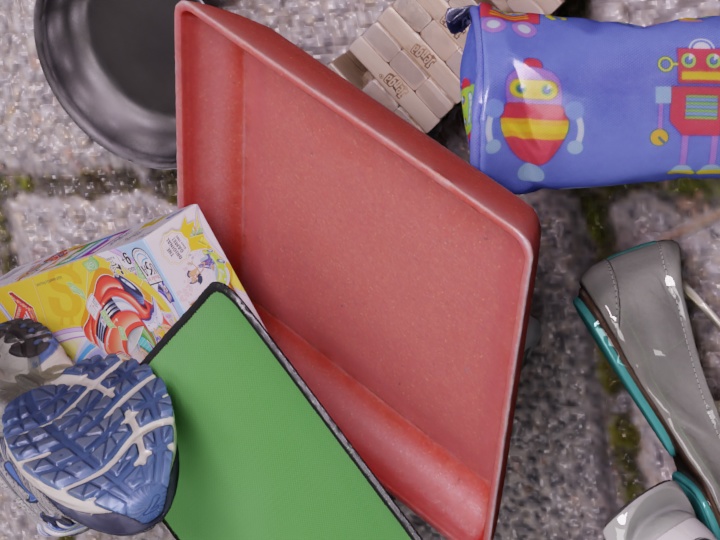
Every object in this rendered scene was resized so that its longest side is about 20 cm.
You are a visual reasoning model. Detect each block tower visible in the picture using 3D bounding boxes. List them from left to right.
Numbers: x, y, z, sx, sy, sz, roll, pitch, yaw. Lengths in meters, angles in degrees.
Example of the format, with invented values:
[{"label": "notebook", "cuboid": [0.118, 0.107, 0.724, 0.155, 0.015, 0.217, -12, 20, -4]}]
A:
[{"label": "block tower", "cuboid": [0.020, -0.089, 0.953, 0.054, 0.058, 0.200, 47, 122, 0]}]

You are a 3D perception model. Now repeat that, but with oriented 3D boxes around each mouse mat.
[{"label": "mouse mat", "cuboid": [-0.048, 0.101, 0.957, 0.161, 0.008, 0.200, 53, 149, 4]}]

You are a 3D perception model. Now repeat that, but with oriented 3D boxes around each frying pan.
[{"label": "frying pan", "cuboid": [-0.098, -0.132, 0.981, 0.114, 0.031, 0.191, 26, 130, 15]}]

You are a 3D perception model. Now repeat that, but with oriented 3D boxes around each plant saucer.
[{"label": "plant saucer", "cuboid": [0.000, 0.000, 0.906, 0.199, 0.037, 0.201, 36, 143, 28]}]

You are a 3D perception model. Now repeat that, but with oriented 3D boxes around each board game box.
[{"label": "board game box", "cuboid": [-0.105, 0.049, 1.024, 0.199, 0.034, 0.135, -15, 107, 56]}]

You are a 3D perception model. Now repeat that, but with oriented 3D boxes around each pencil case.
[{"label": "pencil case", "cuboid": [0.135, -0.073, 0.869, 0.198, 0.087, 0.079, -1, 96, 0]}]

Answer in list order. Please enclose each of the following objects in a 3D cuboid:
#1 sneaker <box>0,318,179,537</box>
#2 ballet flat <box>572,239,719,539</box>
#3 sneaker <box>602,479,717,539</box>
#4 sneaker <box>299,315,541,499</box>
[{"label": "sneaker", "cuboid": [-0.131, 0.087, 0.990, 0.200, 0.077, 0.086, 28, 143, 57]}, {"label": "ballet flat", "cuboid": [0.164, 0.078, 0.961, 0.063, 0.067, 0.201, -27, 103, -1]}, {"label": "sneaker", "cuboid": [0.127, 0.186, 0.974, 0.089, 0.074, 0.201, 48, 150, 21]}, {"label": "sneaker", "cuboid": [-0.005, 0.061, 1.025, 0.099, 0.078, 0.200, 47, 114, 8]}]
